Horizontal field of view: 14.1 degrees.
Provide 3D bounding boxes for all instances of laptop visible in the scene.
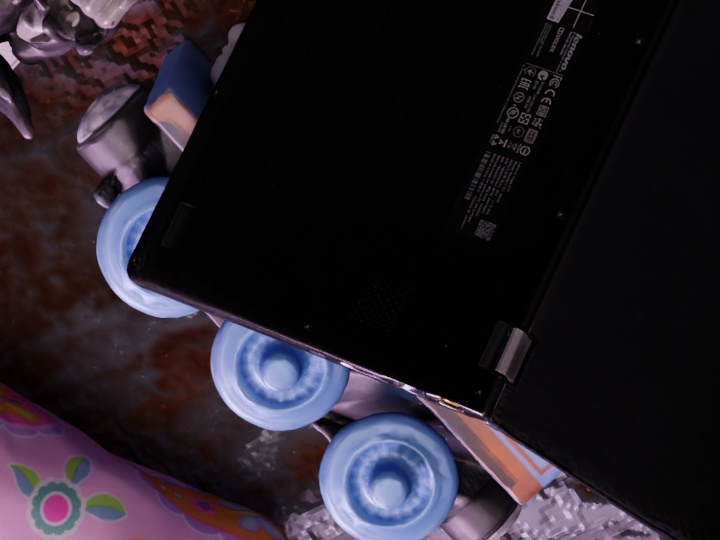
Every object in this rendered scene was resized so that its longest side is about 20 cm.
[{"bbox_3d":[0.066,-0.030,0.918,0.199,0.116,0.188,20,76,22],"label":"laptop"}]

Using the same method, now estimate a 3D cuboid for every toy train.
[{"bbox_3d":[0.000,0.000,0.959,0.114,0.087,0.200,-41,101,11],"label":"toy train"}]

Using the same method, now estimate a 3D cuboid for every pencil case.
[{"bbox_3d":[-0.122,0.083,0.995,0.199,0.088,0.088,29,114,-15],"label":"pencil case"}]

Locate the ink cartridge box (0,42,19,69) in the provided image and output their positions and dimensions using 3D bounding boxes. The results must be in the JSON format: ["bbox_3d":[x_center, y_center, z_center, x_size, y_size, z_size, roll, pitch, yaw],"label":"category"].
[{"bbox_3d":[-0.205,-0.072,0.948,0.145,0.083,0.200,42,112,-11],"label":"ink cartridge box"}]

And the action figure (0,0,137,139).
[{"bbox_3d":[-0.083,-0.119,0.828,0.199,0.102,0.119,-32,83,3],"label":"action figure"}]
